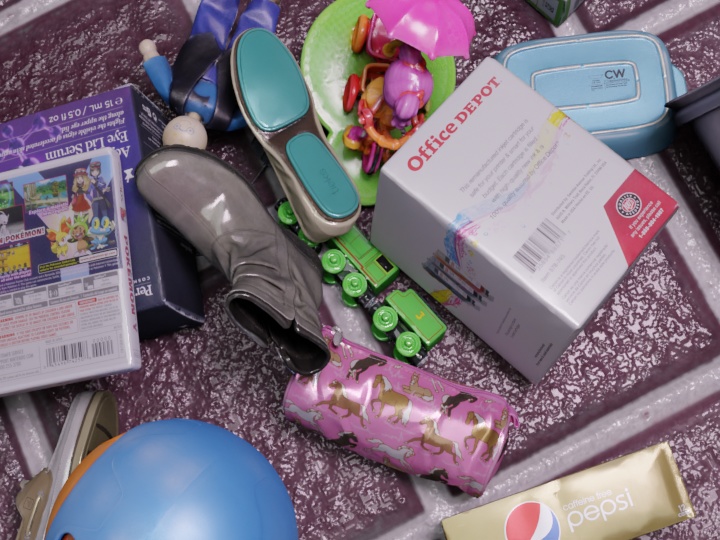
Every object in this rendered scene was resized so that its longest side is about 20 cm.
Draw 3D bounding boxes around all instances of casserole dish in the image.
[{"bbox_3d":[0.203,-0.162,0.962,0.196,0.039,0.123,-5,78,3],"label":"casserole dish"}]

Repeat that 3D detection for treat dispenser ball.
[{"bbox_3d":[-0.146,0.218,0.822,0.197,0.201,0.205,-1,77,4],"label":"treat dispenser ball"}]

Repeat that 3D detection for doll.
[{"bbox_3d":[-0.137,-0.186,0.963,0.134,0.049,0.203,19,65,-8],"label":"doll"}]

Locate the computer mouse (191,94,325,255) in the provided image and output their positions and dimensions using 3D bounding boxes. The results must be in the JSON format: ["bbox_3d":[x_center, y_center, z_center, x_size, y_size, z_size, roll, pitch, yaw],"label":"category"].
[{"bbox_3d":[-0.096,-0.096,0.974,0.058,0.034,0.201,35,83,10],"label":"computer mouse"}]

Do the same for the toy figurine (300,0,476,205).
[{"bbox_3d":[0.029,-0.166,0.887,0.148,0.184,0.204,11,84,-10],"label":"toy figurine"}]

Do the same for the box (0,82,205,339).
[{"bbox_3d":[-0.233,-0.038,0.929,0.146,0.104,0.203,-15,76,8],"label":"box"}]

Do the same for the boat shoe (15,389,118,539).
[{"bbox_3d":[-0.260,0.198,0.900,0.067,0.075,0.203,4,69,14],"label":"boat shoe"}]

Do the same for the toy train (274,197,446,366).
[{"bbox_3d":[0.000,0.000,0.943,0.056,0.042,0.200,-39,77,-14],"label":"toy train"}]

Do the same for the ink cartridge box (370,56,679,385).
[{"bbox_3d":[0.126,-0.039,0.875,0.199,0.145,0.145,41,71,12],"label":"ink cartridge box"}]

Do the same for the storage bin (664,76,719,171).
[{"bbox_3d":[0.374,-0.124,0.867,0.198,0.145,0.136,-26,88,23],"label":"storage bin"}]

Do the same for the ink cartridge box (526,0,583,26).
[{"bbox_3d":[0.150,-0.338,0.994,0.200,0.059,0.104,43,84,12],"label":"ink cartridge box"}]

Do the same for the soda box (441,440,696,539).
[{"bbox_3d":[0.168,0.204,0.867,0.197,0.068,0.065,-20,76,0],"label":"soda box"}]

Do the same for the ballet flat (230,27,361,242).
[{"bbox_3d":[-0.063,-0.115,0.926,0.069,0.070,0.202,-24,78,-1],"label":"ballet flat"}]

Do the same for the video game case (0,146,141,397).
[{"bbox_3d":[-0.282,0.008,0.865,0.197,0.023,0.185,-11,77,11],"label":"video game case"}]

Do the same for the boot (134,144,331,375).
[{"bbox_3d":[-0.097,-0.010,0.840,0.199,0.131,0.068,39,110,-24],"label":"boot"}]

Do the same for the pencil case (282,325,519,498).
[{"bbox_3d":[0.032,0.119,0.892,0.197,0.087,0.083,21,50,9],"label":"pencil case"}]
